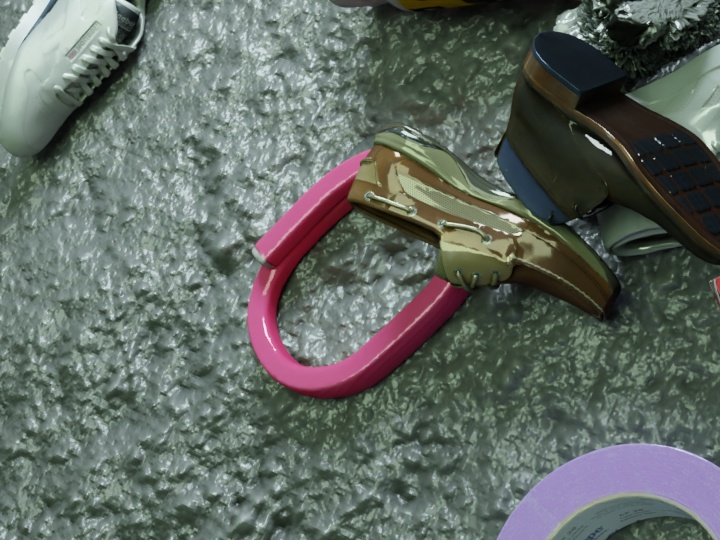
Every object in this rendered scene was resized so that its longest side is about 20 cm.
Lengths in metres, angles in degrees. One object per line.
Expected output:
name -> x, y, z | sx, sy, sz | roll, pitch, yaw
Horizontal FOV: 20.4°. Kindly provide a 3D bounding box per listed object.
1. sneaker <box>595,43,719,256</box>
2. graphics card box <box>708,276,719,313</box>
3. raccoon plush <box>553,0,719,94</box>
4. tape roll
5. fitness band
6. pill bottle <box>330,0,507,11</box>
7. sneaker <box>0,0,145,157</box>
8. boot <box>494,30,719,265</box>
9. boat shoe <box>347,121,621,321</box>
sneaker -> 0.236, -0.078, 1.303 | 0.200, 0.074, 0.116 | -27, 64, 30
graphics card box -> 0.276, 0.074, 1.144 | 0.051, 0.200, 0.126 | -30, 60, 18
raccoon plush -> 0.215, -0.155, 1.351 | 0.200, 0.134, 0.097 | 3, 58, -3
tape roll -> 0.177, 0.211, 1.236 | 0.200, 0.066, 0.200 | -10, 68, 26
fitness band -> 0.000, 0.000, 1.428 | 0.200, 0.037, 0.144 | -44, 58, 11
pill bottle -> 0.070, -0.245, 1.426 | 0.200, 0.114, 0.114 | -3, 72, 30
sneaker -> -0.227, -0.179, 1.604 | 0.080, 0.076, 0.200 | 24, 88, 24
boot -> 0.165, -0.055, 1.279 | 0.200, 0.075, 0.097 | 52, 136, 27
boat shoe -> 0.079, -0.020, 1.344 | 0.200, 0.076, 0.074 | 33, 81, 17
